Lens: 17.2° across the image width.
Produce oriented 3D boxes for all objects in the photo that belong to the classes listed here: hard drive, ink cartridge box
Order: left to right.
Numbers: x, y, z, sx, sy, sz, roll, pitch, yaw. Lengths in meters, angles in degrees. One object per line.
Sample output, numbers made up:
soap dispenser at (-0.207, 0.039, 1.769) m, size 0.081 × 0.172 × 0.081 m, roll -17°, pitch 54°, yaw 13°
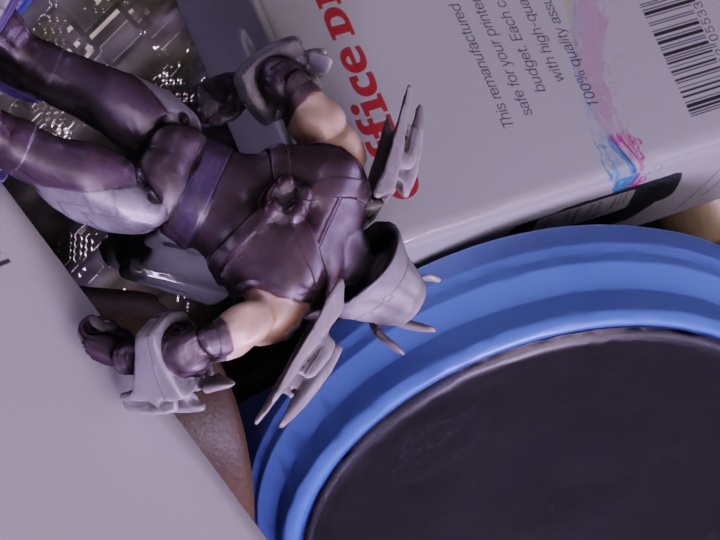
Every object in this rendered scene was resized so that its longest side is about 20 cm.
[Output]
hard drive at (-0.114, 0.043, 0.679) m, size 0.027 × 0.200 × 0.132 m, roll -44°, pitch 170°, yaw 35°
ink cartridge box at (0.052, -0.083, 0.832) m, size 0.200 × 0.083 × 0.146 m, roll -18°, pitch 76°, yaw -20°

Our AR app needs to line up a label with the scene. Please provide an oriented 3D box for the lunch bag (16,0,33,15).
lunch bag at (-0.128, -0.172, 0.748) m, size 0.160 × 0.076 × 0.200 m, roll 37°, pitch 91°, yaw -36°

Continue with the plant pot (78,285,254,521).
plant pot at (-0.156, 0.082, 0.774) m, size 0.198 × 0.200 × 0.200 m, roll 2°, pitch 109°, yaw -37°

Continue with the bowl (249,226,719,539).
bowl at (0.062, 0.070, 0.830) m, size 0.201 × 0.039 × 0.201 m, roll -10°, pitch 136°, yaw -10°

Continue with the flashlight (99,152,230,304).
flashlight at (0.000, 0.000, 0.892) m, size 0.200 × 0.068 × 0.068 m, roll 16°, pitch 136°, yaw -27°

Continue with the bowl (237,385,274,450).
bowl at (0.003, 0.118, 0.915) m, size 0.201 × 0.039 × 0.201 m, roll -13°, pitch 132°, yaw -14°

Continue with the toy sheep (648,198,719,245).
toy sheep at (0.181, 0.012, 0.949) m, size 0.138 × 0.138 × 0.200 m, roll -47°, pitch 119°, yaw -3°

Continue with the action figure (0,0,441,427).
action figure at (-0.062, -0.030, 0.708) m, size 0.200 × 0.069 × 0.130 m, roll 28°, pitch 53°, yaw -11°
